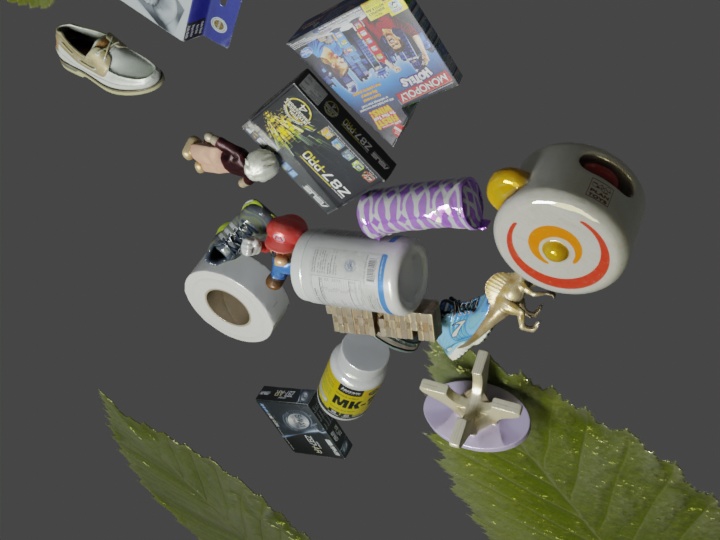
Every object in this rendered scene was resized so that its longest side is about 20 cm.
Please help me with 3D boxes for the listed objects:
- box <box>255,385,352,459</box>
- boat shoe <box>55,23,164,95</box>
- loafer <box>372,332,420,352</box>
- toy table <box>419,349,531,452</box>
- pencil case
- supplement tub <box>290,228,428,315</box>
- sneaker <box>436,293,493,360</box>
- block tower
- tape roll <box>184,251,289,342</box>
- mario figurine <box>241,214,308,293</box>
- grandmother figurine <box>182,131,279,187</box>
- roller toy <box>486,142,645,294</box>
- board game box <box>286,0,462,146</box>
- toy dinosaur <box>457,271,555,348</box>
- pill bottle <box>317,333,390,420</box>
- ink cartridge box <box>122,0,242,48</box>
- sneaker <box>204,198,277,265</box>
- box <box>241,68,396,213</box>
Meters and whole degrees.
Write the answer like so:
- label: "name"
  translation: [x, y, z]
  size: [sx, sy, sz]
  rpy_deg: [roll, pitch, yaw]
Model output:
- label: "box"
  translation: [-0.130, 0.352, 2.000]
  size: [0.160, 0.044, 0.200]
  rpy_deg: [-1, 132, 36]
- label: "boat shoe"
  translation: [-0.408, -0.339, 1.381]
  size: [0.200, 0.075, 0.068]
  rpy_deg: [19, 147, 18]
- label: "loafer"
  translation: [0.031, 0.073, 1.550]
  size: [0.200, 0.072, 0.063]
  rpy_deg: [36, 137, -2]
- label: "toy table"
  translation: [0.201, 0.246, 1.551]
  size: [0.200, 0.184, 0.117]
  rpy_deg: [1, 151, 18]
- label: "pencil case"
  translation: [0.089, -0.090, 1.306]
  size: [0.200, 0.084, 0.086]
  rpy_deg: [-4, 122, 37]
- label: "supplement tub"
  translation: [0.000, 0.000, 1.434]
  size: [0.200, 0.132, 0.132]
  rpy_deg: [8, 137, 30]
- label: "sneaker"
  translation: [0.173, 0.081, 1.452]
  size: [0.090, 0.078, 0.200]
  rpy_deg: [39, 142, -1]
- label: "block tower"
  translation: [0.043, 0.079, 1.476]
  size: [0.200, 0.054, 0.058]
  rpy_deg: [5, 117, 28]
- label: "tape roll"
  translation: [-0.246, 0.051, 1.717]
  size: [0.202, 0.071, 0.203]
  rpy_deg: [19, 141, 16]
- label: "mario figurine"
  translation: [-0.135, -0.014, 1.517]
  size: [0.106, 0.123, 0.200]
  rpy_deg: [59, 164, 27]
- label: "grandmother figurine"
  translation: [-0.208, -0.181, 1.400]
  size: [0.200, 0.061, 0.121]
  rpy_deg: [16, 163, 42]
- label: "roller toy"
  translation: [0.277, -0.066, 1.155]
  size: [0.182, 0.140, 0.200]
  rpy_deg: [1, 133, 34]
- label: "board game box"
  translation: [0.037, -0.272, 1.155]
  size: [0.200, 0.062, 0.200]
  rpy_deg: [-12, 126, 43]
- label: "toy dinosaur"
  translation: [0.237, 0.051, 1.354]
  size: [0.101, 0.058, 0.200]
  rpy_deg: [29, 106, -2]
- label: "pill bottle"
  translation: [-0.013, 0.203, 1.689]
  size: [0.114, 0.114, 0.200]
  rpy_deg: [28, 143, 5]
- label: "ink cartridge box"
  translation: [-0.259, -0.421, 1.210]
  size: [0.200, 0.041, 0.200]
  rpy_deg: [32, 143, 0]
- label: "sneaker"
  translation: [-0.216, -0.060, 1.558]
  size: [0.074, 0.081, 0.200]
  rpy_deg: [40, 142, -12]
- label: "box"
  translation: [-0.065, -0.193, 1.327]
  size: [0.200, 0.049, 0.161]
  rpy_deg: [46, 145, -17]
